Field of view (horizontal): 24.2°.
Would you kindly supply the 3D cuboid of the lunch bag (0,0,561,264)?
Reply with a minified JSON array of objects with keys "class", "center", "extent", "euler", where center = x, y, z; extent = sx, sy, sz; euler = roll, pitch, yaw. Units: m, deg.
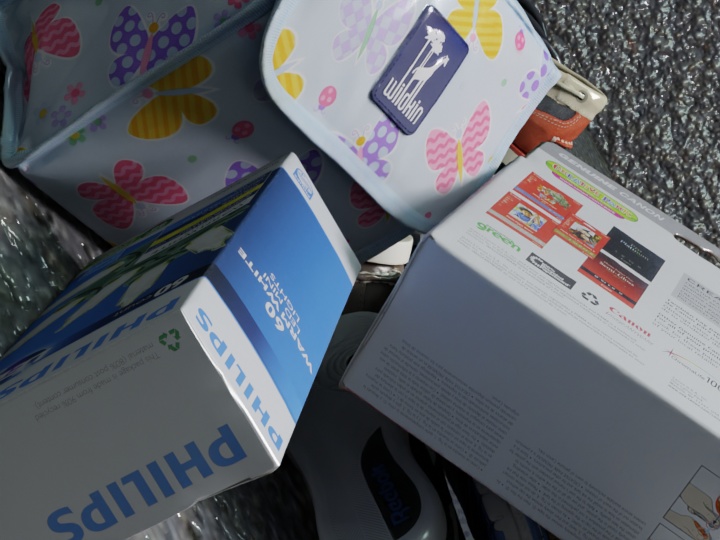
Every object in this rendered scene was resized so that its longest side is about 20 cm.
[{"class":"lunch bag","center":[-0.032,-0.083,0.719],"extent":[0.170,0.199,0.128],"euler":[45,21,-49]}]

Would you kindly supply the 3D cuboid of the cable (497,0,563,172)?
[{"class":"cable","center":[0.101,-0.116,1.163],"extent":[0.200,0.050,0.164],"euler":[118,-28,-64]}]

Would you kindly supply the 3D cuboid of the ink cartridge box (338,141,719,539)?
[{"class":"ink cartridge box","center":[0.119,0.045,0.728],"extent":[0.200,0.084,0.176],"euler":[35,27,9]}]

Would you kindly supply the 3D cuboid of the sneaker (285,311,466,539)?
[{"class":"sneaker","center":[0.010,0.113,0.793],"extent":[0.200,0.073,0.112],"euler":[-102,173,-60]}]

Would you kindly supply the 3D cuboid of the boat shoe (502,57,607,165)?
[{"class":"boat shoe","center":[0.049,-0.141,0.929],"extent":[0.200,0.063,0.071],"euler":[48,21,8]}]

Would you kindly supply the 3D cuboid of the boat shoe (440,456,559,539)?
[{"class":"boat shoe","center":[0.071,0.070,0.813],"extent":[0.073,0.072,0.201],"euler":[86,-12,-45]}]

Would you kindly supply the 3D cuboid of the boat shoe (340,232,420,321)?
[{"class":"boat shoe","center":[0.000,0.000,0.956],"extent":[0.200,0.071,0.060],"euler":[-74,176,-84]}]

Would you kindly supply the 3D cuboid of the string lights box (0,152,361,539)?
[{"class":"string lights box","center":[-0.067,0.028,0.586],"extent":[0.059,0.102,0.200],"euler":[60,14,-11]}]

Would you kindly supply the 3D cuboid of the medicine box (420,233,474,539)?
[{"class":"medicine box","center":[0.106,0.062,0.967],"extent":[0.182,0.102,0.201],"euler":[31,56,-70]}]
